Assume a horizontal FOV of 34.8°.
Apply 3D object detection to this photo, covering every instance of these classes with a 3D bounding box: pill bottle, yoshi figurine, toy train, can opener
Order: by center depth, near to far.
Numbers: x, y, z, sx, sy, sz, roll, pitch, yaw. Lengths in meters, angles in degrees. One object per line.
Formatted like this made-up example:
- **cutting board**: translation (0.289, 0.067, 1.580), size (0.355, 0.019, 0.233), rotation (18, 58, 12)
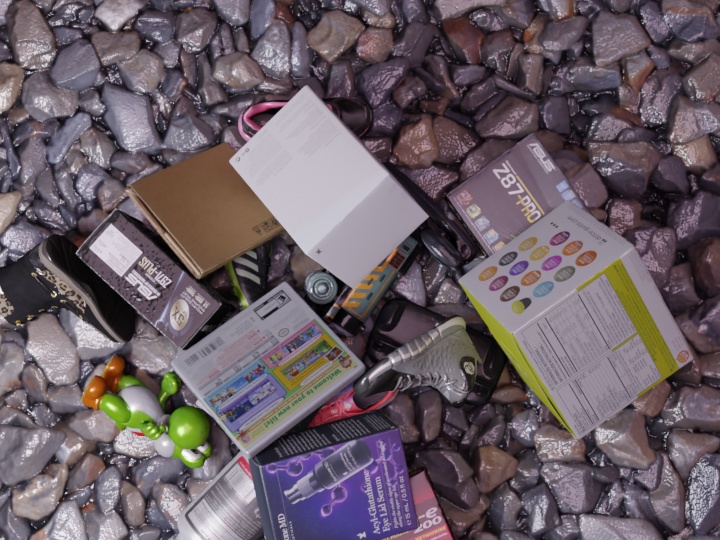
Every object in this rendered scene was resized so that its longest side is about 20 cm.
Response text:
- **pill bottle**: translation (-0.188, 0.352, 1.626), size (0.111, 0.111, 0.200), rotation (44, 88, 4)
- **yoshi figurine**: translation (-0.291, 0.200, 1.643), size (0.200, 0.112, 0.113), rotation (35, 81, 0)
- **toy train**: translation (0.000, 0.000, 1.663), size (0.114, 0.085, 0.200), rotation (35, 88, -6)
- **can opener**: translation (0.093, -0.082, 1.674), size (0.063, 0.079, 0.200), rotation (-38, 75, -2)

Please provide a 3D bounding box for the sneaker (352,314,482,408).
- **sneaker**: translation (0.093, 0.151, 1.592), size (0.200, 0.075, 0.116), rotation (-29, 84, -27)

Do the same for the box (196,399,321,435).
- **box**: translation (-0.115, 0.153, 1.611), size (0.144, 0.036, 0.200), rotation (41, 65, -10)

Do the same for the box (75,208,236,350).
- **box**: translation (-0.285, 0.017, 1.624), size (0.200, 0.164, 0.086), rotation (42, 88, 3)

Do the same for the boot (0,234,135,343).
- **boot**: translation (-0.436, 0.044, 1.664), size (0.150, 0.073, 0.200), rotation (-19, 129, 26)

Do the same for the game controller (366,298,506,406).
- **game controller**: translation (0.112, 0.118, 1.676), size (0.199, 0.042, 0.105), rotation (24, 73, 2)

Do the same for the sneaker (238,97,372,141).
- **sneaker**: translation (-0.082, -0.220, 1.670), size (0.199, 0.095, 0.079), rotation (-5, 85, 0)

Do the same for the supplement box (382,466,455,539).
- **supplement box**: translation (0.082, 0.395, 1.642), size (0.108, 0.061, 0.201), rotation (-23, 85, 0)

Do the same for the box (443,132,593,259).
- **box**: translation (0.242, -0.073, 1.674), size (0.161, 0.049, 0.200), rotation (-34, 88, -3)

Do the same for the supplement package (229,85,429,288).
- **supplement package**: translation (-0.042, -0.112, 1.567), size (0.152, 0.151, 0.200), rotation (-43, 59, 5)

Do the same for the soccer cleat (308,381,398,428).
- **soccer cleat**: translation (-0.035, 0.202, 1.649), size (0.199, 0.076, 0.067), rotation (-28, 85, -1)

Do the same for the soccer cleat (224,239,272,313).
- **soccer cleat**: translation (-0.158, -0.002, 1.674), size (0.081, 0.068, 0.201), rotation (-20, 86, -13)

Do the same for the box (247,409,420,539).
- **box**: translation (-0.039, 0.289, 1.535), size (0.199, 0.104, 0.149), rotation (-15, 101, -14)

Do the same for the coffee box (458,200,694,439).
- **coffee box**: translation (0.287, 0.064, 1.557), size (0.197, 0.200, 0.200), rotation (-35, 116, -1)

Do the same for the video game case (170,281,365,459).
- **video game case**: translation (-0.125, 0.130, 1.553), size (0.200, 0.022, 0.182), rotation (-35, 61, -18)

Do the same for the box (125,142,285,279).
- **box**: translation (-0.210, -0.090, 1.628), size (0.164, 0.021, 0.200), rotation (49, 44, 9)
